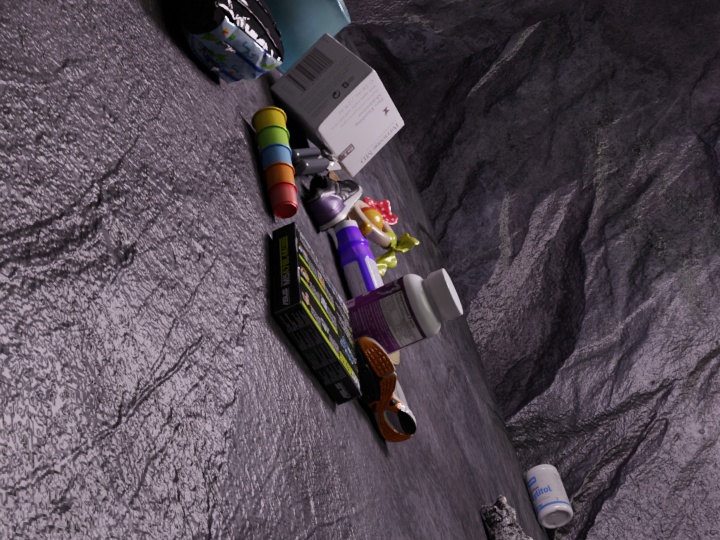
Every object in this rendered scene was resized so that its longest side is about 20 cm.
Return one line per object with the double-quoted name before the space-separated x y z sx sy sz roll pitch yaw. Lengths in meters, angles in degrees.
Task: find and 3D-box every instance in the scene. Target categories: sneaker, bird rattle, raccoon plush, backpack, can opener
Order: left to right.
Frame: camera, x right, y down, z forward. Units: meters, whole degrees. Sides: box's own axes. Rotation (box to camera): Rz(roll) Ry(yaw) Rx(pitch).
"backpack" -0.199 -0.373 1.279 0.199 0.154 0.164 15 46 -49
"can opener" -0.091 -0.202 1.624 0.053 0.066 0.200 46 17 7
"sneaker" -0.053 -0.154 1.633 0.088 0.075 0.200 57 21 -15
"bird rattle" 0.035 -0.101 1.804 0.163 0.112 0.201 32 29 -43
"sneaker" 0.027 0.183 1.380 0.092 0.075 0.201 -110 180 -62
"raccoon plush" 0.320 0.589 1.904 0.134 0.096 0.200 60 9 10

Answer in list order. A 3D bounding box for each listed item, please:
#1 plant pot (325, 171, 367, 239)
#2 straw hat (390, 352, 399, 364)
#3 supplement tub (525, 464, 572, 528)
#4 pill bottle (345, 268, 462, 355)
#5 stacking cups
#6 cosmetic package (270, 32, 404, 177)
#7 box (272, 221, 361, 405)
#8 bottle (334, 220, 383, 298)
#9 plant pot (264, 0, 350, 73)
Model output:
"plant pot" -0.034 -0.117 1.817 0.200 0.027 0.201 -23 90 -80
"straw hat" 0.079 0.095 1.757 0.202 0.085 0.201 62 11 -22
"supplement tub" 0.694 0.834 3.128 0.132 0.131 0.201 58 12 -37
"pill bottle" 0.063 0.073 1.404 0.112 0.199 0.113 -24 90 -80
"stacking cups" -0.130 -0.173 1.354 0.061 0.060 0.201 52 17 -53
"cosmetic package" -0.044 -0.334 1.731 0.165 0.165 0.200 44 -1 31
"box" -0.064 0.060 1.225 0.194 0.047 0.200 -97 161 -51
"bottle" 0.000 0.000 1.622 0.084 0.065 0.201 44 24 -66
"plant pot" -0.130 -0.566 1.868 0.200 0.187 0.201 -23 90 -80
